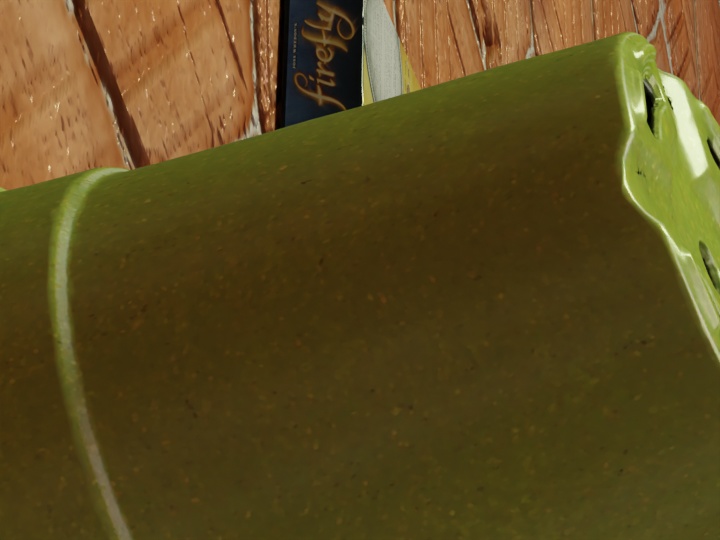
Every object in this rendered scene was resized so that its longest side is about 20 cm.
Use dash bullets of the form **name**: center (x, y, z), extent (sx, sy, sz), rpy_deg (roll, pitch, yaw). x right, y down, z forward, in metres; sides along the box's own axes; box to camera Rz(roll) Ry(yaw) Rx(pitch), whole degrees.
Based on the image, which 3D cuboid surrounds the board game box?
- **board game box**: center (0.000, 0.000, 1.183), extent (0.136, 0.034, 0.201), rpy_deg (62, 26, -60)

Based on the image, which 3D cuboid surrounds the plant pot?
- **plant pot**: center (0.010, 0.034, 0.747), extent (0.200, 0.189, 0.201), rpy_deg (55, 21, -33)
